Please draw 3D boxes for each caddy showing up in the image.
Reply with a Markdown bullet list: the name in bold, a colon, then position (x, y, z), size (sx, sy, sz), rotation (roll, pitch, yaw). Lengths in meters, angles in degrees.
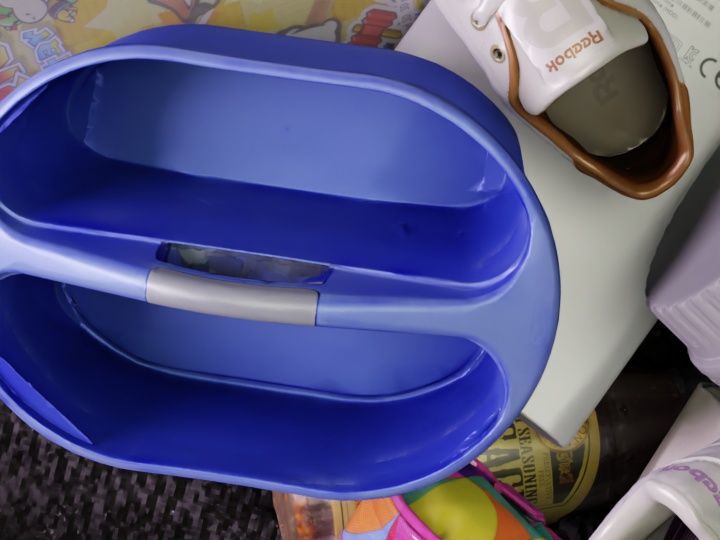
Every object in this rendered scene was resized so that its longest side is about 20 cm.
- **caddy**: position (-0.034, -0.003, 0.799), size (0.200, 0.105, 0.142), rotation (8, 106, 5)

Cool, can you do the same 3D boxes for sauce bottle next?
- **sauce bottle**: position (0.065, 0.065, 0.941), size (0.200, 0.066, 0.066), rotation (-12, 94, -8)

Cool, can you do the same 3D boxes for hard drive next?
- **hard drive**: position (0.077, -0.056, 0.879), size (0.132, 0.027, 0.200), rotation (36, 84, -4)

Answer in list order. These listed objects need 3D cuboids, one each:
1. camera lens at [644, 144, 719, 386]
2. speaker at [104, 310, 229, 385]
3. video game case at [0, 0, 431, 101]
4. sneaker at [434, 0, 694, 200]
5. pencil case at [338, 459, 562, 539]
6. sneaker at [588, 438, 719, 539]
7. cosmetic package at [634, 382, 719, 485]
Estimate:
- **camera lens**: position (0.213, 0.018, 0.794), size (0.200, 0.160, 0.160), rotation (38, 87, -8)
- **speaker**: position (0.000, 0.000, 0.921), size (0.200, 0.081, 0.081), rotation (-20, 95, -6)
- **video game case**: position (-0.060, -0.084, 0.867), size (0.182, 0.200, 0.023), rotation (-21, 55, -6)
- **sneaker**: position (0.052, -0.106, 0.785), size (0.073, 0.085, 0.200), rotation (-37, 117, 8)
- **pencil case**: position (0.003, 0.160, 0.896), size (0.088, 0.088, 0.200), rotation (25, 115, -8)
- **sneaker**: position (0.077, 0.141, 0.830), size (0.075, 0.100, 0.200), rotation (34, 108, 28)
- **cosmetic package**: position (0.125, 0.149, 0.901), size (0.105, 0.071, 0.200), rotation (41, 110, 27)
